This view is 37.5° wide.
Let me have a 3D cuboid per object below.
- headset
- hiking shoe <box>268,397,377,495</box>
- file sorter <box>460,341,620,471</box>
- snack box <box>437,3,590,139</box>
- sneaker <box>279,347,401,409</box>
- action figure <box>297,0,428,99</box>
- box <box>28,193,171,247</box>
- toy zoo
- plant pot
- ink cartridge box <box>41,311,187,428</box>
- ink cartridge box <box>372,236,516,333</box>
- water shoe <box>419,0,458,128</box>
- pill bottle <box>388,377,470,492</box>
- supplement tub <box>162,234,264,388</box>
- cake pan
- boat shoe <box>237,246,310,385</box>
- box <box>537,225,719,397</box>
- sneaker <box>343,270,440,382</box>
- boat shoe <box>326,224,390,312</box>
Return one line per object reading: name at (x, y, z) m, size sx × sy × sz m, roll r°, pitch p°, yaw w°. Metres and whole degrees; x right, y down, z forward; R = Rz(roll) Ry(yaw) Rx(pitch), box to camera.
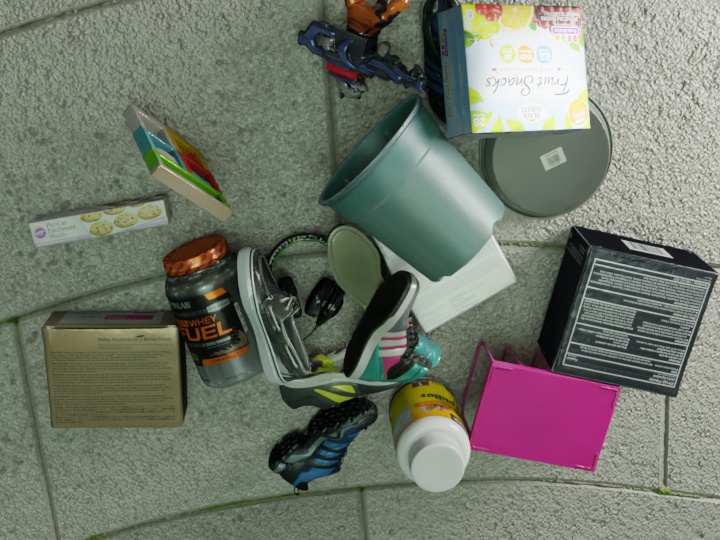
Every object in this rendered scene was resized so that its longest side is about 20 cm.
headset at (-0.080, 0.046, 1.555) m, size 0.123 × 0.094 × 0.202 m, roll 3°, pitch 95°, yaw -10°
hiking shoe at (-0.046, 0.269, 1.654) m, size 0.199 × 0.075 × 0.087 m, roll -33°, pitch 115°, yaw 18°
file sorter at (0.265, 0.199, 1.614) m, size 0.199 × 0.126 × 0.140 m, roll 12°, pitch 106°, yaw -8°
snack box at (0.207, -0.265, 1.421) m, size 0.199 × 0.068 × 0.170 m, roll -5°, pitch 92°, yaw -27°
sneaker at (-0.031, 0.167, 1.624) m, size 0.198 × 0.075 × 0.085 m, roll 1°, pitch 131°, yaw -7°
action figure at (0.029, -0.315, 1.443) m, size 0.199 × 0.105 × 0.194 m, roll 32°, pitch 111°, yaw 13°
box at (-0.373, -0.072, 1.530) m, size 0.199 × 0.039 × 0.042 m, roll -9°, pitch 108°, yaw 0°
toy zoo at (-0.252, -0.154, 1.435) m, size 0.020 × 0.200 × 0.131 m, roll -46°, pitch 131°, yaw 11°
plant pot at (0.080, -0.102, 1.457) m, size 0.196 × 0.200 × 0.200 m, roll 41°, pitch 102°, yaw -12°
ink cartridge box at (-0.363, 0.147, 1.585) m, size 0.198 × 0.075 × 0.166 m, roll 1°, pitch 107°, yaw -2°
ink cartridge box at (0.117, -0.032, 1.578) m, size 0.160 × 0.050 × 0.201 m, roll -29°, pitch 95°, yaw 7°
water shoe at (0.120, -0.281, 1.469) m, size 0.071 × 0.079 × 0.201 m, roll -15°, pitch 109°, yaw 2°
pill bottle at (0.103, 0.245, 1.580) m, size 0.108 × 0.200 × 0.110 m, roll -1°, pitch 109°, yaw -3°
supplement tub at (-0.207, 0.058, 1.540) m, size 0.122 × 0.123 × 0.201 m, roll -19°, pitch 108°, yaw 3°
cake pan at (0.273, -0.168, 1.538) m, size 0.199 × 0.037 × 0.202 m, roll -1°, pitch 109°, yaw -4°
boat shoe at (-0.116, 0.059, 1.495) m, size 0.070 × 0.072 × 0.201 m, roll -14°, pitch 98°, yaw 17°
box at (0.390, 0.059, 1.575) m, size 0.199 × 0.123 × 0.200 m, roll 12°, pitch 106°, yaw -6°
sneaker at (0.067, 0.092, 1.528) m, size 0.120 × 0.084 × 0.201 m, roll 15°, pitch 128°, yaw -21°
boat shoe at (0.002, -0.001, 1.541) m, size 0.074 × 0.066 × 0.200 m, roll -38°, pitch 127°, yaw 3°
